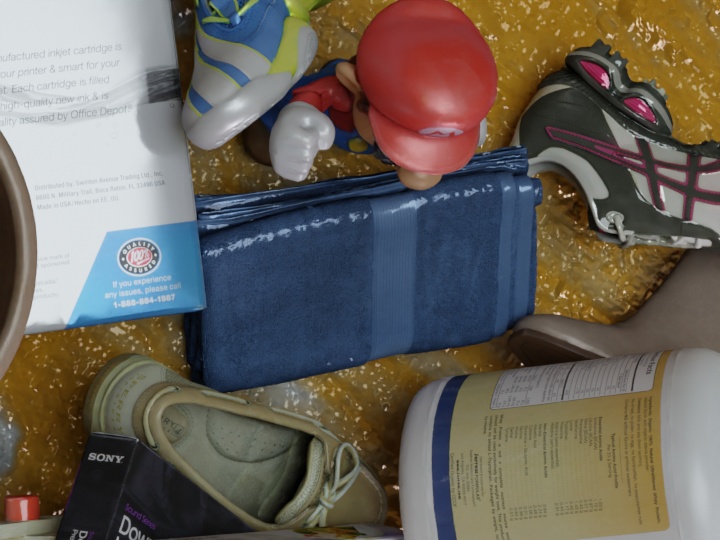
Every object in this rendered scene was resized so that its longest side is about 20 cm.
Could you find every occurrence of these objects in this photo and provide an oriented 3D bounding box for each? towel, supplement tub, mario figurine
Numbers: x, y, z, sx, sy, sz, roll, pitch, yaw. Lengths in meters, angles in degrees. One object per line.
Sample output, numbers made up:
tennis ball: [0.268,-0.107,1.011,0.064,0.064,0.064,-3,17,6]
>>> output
towel: [0.000,0.000,1.502,0.199,0.049,0.112,-12,124,-22]
supplement tub: [0.133,0.117,1.469,0.199,0.144,0.145,-7,92,18]
mario figurine: [0.008,-0.070,1.438,0.106,0.200,0.124,46,74,-14]

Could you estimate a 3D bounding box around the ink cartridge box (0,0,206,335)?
ink cartridge box: [-0.168,-0.070,1.430,0.145,0.084,0.201,-7,92,-20]

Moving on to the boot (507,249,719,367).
boot: [0.186,0.025,1.581,0.200,0.070,0.147,32,68,-23]

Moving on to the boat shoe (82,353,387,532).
boat shoe: [-0.053,0.102,1.461,0.201,0.063,0.073,34,79,-38]

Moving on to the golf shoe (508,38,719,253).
golf shoe: [0.173,-0.037,1.550,0.200,0.077,0.088,36,79,14]

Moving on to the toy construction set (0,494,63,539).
toy construction set: [-0.164,0.204,1.420,0.131,0.092,0.201,-2,103,-34]

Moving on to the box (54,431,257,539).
box: [-0.114,0.198,1.380,0.143,0.036,0.201,44,55,-52]

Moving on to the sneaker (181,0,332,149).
sneaker: [-0.070,-0.144,1.442,0.105,0.076,0.200,46,33,-14]

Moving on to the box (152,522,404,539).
box: [-0.039,0.152,1.415,0.200,0.039,0.042,1,95,-55]

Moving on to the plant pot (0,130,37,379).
plant pot: [-0.270,-0.003,1.311,0.200,0.175,0.201,1,88,-25]
